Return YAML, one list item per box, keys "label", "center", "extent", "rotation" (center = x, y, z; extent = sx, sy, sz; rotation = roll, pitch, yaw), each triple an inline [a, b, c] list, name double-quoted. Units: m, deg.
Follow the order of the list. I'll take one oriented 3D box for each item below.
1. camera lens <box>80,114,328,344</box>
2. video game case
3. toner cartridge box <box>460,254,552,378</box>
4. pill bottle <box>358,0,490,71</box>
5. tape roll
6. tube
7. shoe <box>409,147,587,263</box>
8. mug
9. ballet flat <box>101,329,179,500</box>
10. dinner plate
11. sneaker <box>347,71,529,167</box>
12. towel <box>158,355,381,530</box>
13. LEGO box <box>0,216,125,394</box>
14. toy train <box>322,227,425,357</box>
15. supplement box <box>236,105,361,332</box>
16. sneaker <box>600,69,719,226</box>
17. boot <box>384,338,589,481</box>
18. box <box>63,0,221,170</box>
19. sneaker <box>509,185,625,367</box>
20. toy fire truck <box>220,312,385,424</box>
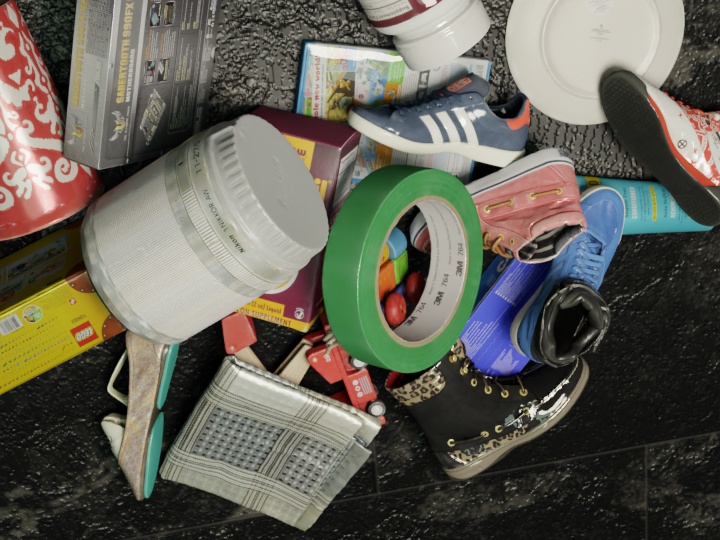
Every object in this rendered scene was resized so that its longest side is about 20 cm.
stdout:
- label: "camera lens"
  center: [-0.150, -0.035, 1.350]
  extent: [0.199, 0.160, 0.160]
  rotation: [-29, 116, 22]
- label: "video game case"
  center: [0.029, -0.160, 1.496]
  extent: [0.198, 0.018, 0.144]
  rotation: [3, 111, -14]
- label: "toner cartridge box"
  center: [0.170, 0.041, 1.593]
  extent: [0.095, 0.043, 0.200]
  rotation: [34, 101, -21]
- label: "pill bottle"
  center: [0.040, -0.302, 1.388]
  extent: [0.114, 0.114, 0.201]
  rotation: [-32, 115, 2]
- label: "tape roll"
  center: [0.045, -0.002, 1.409]
  extent: [0.200, 0.048, 0.202]
  rotation: [-16, 111, -47]
- label: "tube"
  center: [0.292, -0.069, 1.566]
  extent: [0.198, 0.050, 0.078]
  rotation: [-1, 73, -15]
- label: "shoe"
  center: [0.141, -0.044, 1.490]
  extent: [0.199, 0.092, 0.071]
  rotation: [-27, 149, 26]
- label: "mug"
  center: [-0.361, -0.138, 1.361]
  extent: [0.176, 0.133, 0.201]
  rotation: [-21, 111, -5]
- label: "ballet flat"
  center: [-0.242, 0.149, 1.545]
  extent: [0.067, 0.068, 0.201]
  rotation: [13, 104, 4]
- label: "dinner plate"
  center: [0.251, -0.248, 1.506]
  extent: [0.199, 0.024, 0.202]
  rotation: [-4, 111, -11]
- label: "sneaker"
  center: [0.084, -0.164, 1.459]
  extent: [0.199, 0.075, 0.085]
  rotation: [5, 113, -26]
- label: "towel"
  center: [-0.099, 0.199, 1.574]
  extent: [0.199, 0.035, 0.193]
  rotation: [23, 121, -17]
- label: "LEGO box"
  center: [-0.342, 0.045, 1.426]
  extent: [0.199, 0.149, 0.077]
  rotation: [-27, 115, 0]
- label: "toy train"
  center: [0.000, 0.000, 1.462]
  extent: [0.084, 0.200, 0.117]
  rotation: [2, 108, 20]
- label: "supplement box"
  center: [-0.077, -0.054, 1.458]
  extent: [0.110, 0.086, 0.201]
  rotation: [15, 110, 9]
- label: "sneaker"
  center: [0.344, -0.153, 1.537]
  extent: [0.202, 0.067, 0.108]
  rotation: [49, 54, -10]
- label: "boot"
  center: [0.136, 0.122, 1.558]
  extent: [0.199, 0.073, 0.151]
  rotation: [-36, 115, 9]
- label: "box"
  center: [-0.203, -0.206, 1.359]
  extent: [0.158, 0.048, 0.201]
  rotation: [-21, 126, -54]
- label: "sneaker"
  center: [0.233, 0.009, 1.484]
  extent: [0.076, 0.111, 0.201]
  rotation: [31, 89, -18]
- label: "toy fire truck"
  center: [-0.063, 0.104, 1.565]
  extent: [0.140, 0.049, 0.201]
  rotation: [-20, 116, -2]
